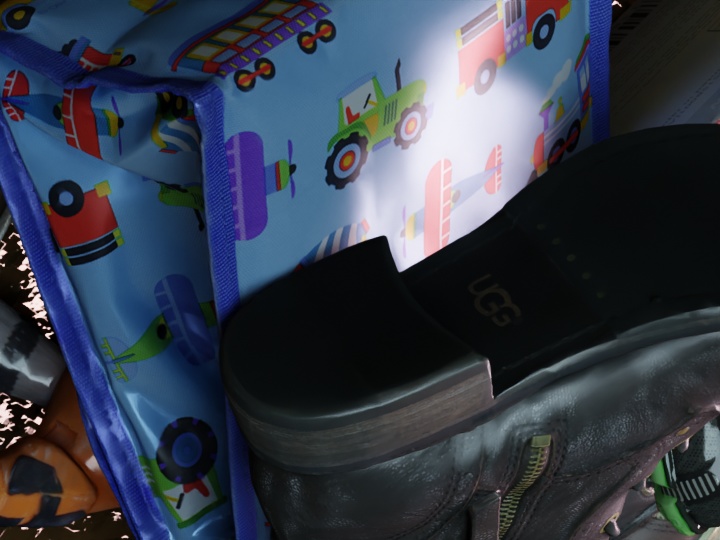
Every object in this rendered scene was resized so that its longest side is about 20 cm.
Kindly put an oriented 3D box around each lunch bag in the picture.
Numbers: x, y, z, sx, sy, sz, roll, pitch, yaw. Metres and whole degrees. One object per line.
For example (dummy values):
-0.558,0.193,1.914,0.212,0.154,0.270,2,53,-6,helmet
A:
0.000,0.000,0.707,0.151,0.094,0.200,-36,127,-35,lunch bag

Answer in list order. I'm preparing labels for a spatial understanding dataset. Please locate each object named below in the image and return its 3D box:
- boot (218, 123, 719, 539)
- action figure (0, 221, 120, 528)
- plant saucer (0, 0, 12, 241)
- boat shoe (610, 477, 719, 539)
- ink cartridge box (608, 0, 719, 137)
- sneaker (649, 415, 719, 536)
0.051,0.061,0.683,0.200,0.069,0.174,-15,132,-10,boot
-0.050,0.017,0.785,0.193,0.105,0.200,28,79,-33,action figure
-0.176,-0.060,0.697,0.200,0.032,0.200,1,99,6,plant saucer
0.111,0.006,0.816,0.066,0.072,0.201,47,64,-49,boat shoe
0.145,-0.092,0.772,0.200,0.174,0.044,-45,103,-4,ink cartridge box
0.152,0.000,0.751,0.200,0.084,0.077,-41,126,-23,sneaker
